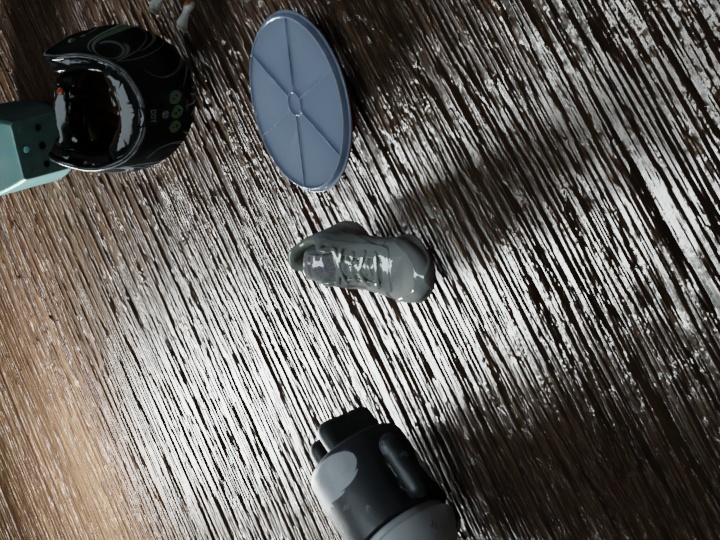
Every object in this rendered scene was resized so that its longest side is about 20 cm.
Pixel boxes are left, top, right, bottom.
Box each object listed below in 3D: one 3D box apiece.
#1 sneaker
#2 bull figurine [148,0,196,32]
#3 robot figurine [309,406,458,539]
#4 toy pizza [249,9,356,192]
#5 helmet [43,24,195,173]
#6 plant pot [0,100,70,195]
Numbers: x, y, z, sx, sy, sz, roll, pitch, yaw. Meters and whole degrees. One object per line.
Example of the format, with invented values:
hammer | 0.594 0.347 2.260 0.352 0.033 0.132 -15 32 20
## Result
sneaker | 0.000 0.000 1.436 0.199 0.099 0.076 14 115 52
bull figurine | -0.214 -0.361 1.602 0.122 0.065 0.200 -57 42 12
robot figurine | 0.025 0.251 1.502 0.201 0.124 0.150 55 -175 26
toy pizza | -0.061 -0.187 1.500 0.199 0.031 0.203 33 132 46
helmet | -0.305 -0.217 1.709 0.197 0.191 0.203 5 109 14
plant pot | -0.546 -0.191 2.144 0.198 0.140 0.144 1 107 48
